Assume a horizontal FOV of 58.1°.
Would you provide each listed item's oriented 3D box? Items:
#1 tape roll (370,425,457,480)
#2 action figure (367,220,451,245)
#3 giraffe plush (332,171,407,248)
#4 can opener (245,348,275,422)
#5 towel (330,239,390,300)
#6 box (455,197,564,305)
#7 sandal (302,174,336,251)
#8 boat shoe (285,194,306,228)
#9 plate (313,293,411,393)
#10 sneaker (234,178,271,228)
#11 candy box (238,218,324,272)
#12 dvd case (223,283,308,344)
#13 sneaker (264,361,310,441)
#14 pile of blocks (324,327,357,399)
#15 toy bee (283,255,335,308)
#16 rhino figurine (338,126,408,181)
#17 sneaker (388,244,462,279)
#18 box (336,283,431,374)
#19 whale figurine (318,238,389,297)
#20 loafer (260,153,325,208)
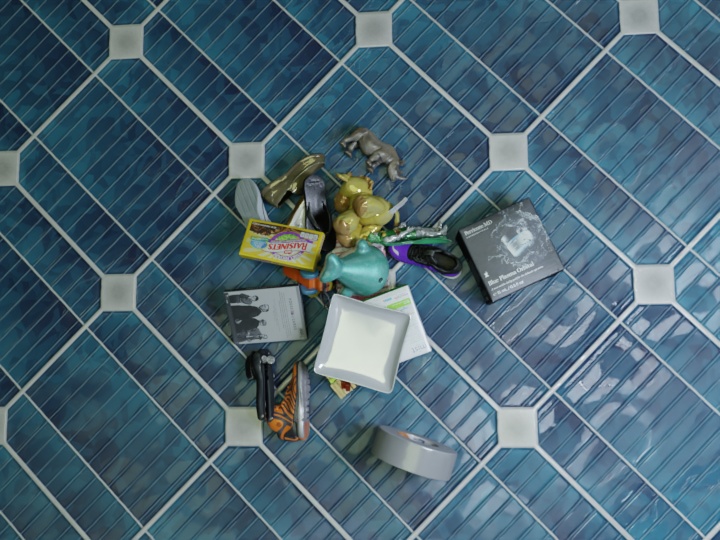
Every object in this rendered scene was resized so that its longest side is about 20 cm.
[{"bbox_3d":[0.128,0.434,1.552,0.199,0.200,0.066,18,84,7],"label":"tape roll"},{"bbox_3d":[0.115,-0.090,1.624,0.199,0.118,0.055,-8,107,-12],"label":"action figure"},{"bbox_3d":[-0.005,-0.171,1.643,0.200,0.173,0.162,-34,59,-9],"label":"giraffe plush"},{"bbox_3d":[-0.244,0.290,1.646,0.079,0.063,0.201,-45,47,37],"label":"can opener"},{"bbox_3d":[0.000,0.000,1.694,0.145,0.030,0.201,-10,83,5],"label":"towel"},{"bbox_3d":[0.369,-0.045,1.623,0.196,0.117,0.201,-25,81,2],"label":"box"},{"bbox_3d":[-0.108,-0.143,1.656,0.076,0.043,0.201,-17,100,-22],"label":"sandal"},{"bbox_3d":[-0.154,-0.125,1.705,0.069,0.071,0.201,29,93,-13],"label":"boat shoe"},{"bbox_3d":[0.005,0.176,1.570,0.199,0.032,0.201,15,92,5],"label":"plate"},{"bbox_3d":[-0.279,-0.146,1.715,0.073,0.071,0.201,-19,73,9],"label":"sneaker"},{"bbox_3d":[-0.197,-0.064,1.625,0.199,0.026,0.103,11,75,11],"label":"candy box"},{"bbox_3d":[-0.243,0.114,1.670,0.199,0.025,0.151,-5,109,7],"label":"dvd case"},{"bbox_3d":[-0.190,0.332,1.653,0.111,0.078,0.201,-3,75,13],"label":"sneaker"},{"bbox_3d":[-0.067,0.229,1.659,0.082,0.062,0.201,-16,83,3],"label":"pile of blocks"},{"bbox_3d":[-0.105,0.026,1.666,0.108,0.131,0.200,-20,61,-35],"label":"toy bee"},{"bbox_3d":[0.046,-0.303,1.706,0.200,0.060,0.088,37,78,4],"label":"rhino figurine"},{"bbox_3d":[0.167,-0.041,1.646,0.199,0.100,0.070,19,84,6],"label":"sneaker"},{"bbox_3d":[0.057,0.150,1.629,0.199,0.097,0.177,-21,91,3],"label":"box"},{"bbox_3d":[-0.009,0.003,1.582,0.104,0.199,0.160,31,107,36],"label":"whale figurine"},{"bbox_3d":[-0.168,-0.235,1.715,0.200,0.076,0.068,-35,83,11],"label":"loafer"}]
